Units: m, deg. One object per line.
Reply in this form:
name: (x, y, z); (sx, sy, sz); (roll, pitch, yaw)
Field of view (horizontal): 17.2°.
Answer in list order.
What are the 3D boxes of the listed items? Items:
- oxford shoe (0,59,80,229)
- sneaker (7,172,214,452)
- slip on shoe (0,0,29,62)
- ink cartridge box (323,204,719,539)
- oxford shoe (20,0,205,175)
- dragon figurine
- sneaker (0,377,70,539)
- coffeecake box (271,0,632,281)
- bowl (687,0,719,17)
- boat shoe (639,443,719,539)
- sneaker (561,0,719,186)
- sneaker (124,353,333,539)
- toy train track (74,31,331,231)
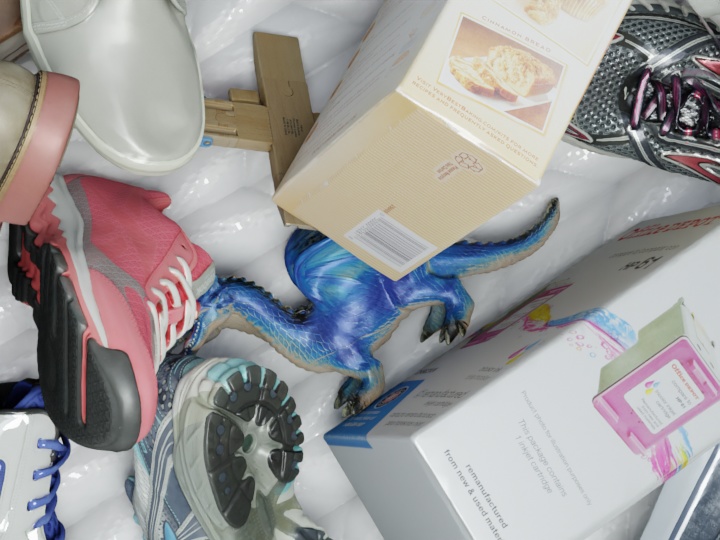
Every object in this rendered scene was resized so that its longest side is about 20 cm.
oxford shoe: (-0.190, -0.032, 1.044); (0.075, 0.070, 0.200); (20, 137, -19)
sneaker: (-0.102, 0.007, 1.047); (0.087, 0.200, 0.074); (-2, 120, -16)
slip on shoe: (-0.182, -0.119, 1.089); (0.076, 0.061, 0.200); (47, 70, -16)
ink cartridge box: (0.100, 0.055, 1.082); (0.200, 0.145, 0.085); (-32, 96, -16)
oxford shoe: (-0.113, -0.139, 1.050); (0.075, 0.058, 0.200); (-11, 81, -29)
dragon figurine: (0.000, 0.000, 1.124); (0.200, 0.059, 0.099); (-36, 99, -2)
sneaker: (-0.162, 0.115, 1.099); (0.115, 0.081, 0.199); (-45, 98, 3)
coffeecake box: (0.058, -0.112, 1.042); (0.073, 0.154, 0.200); (33, 66, -10)
bowl: (0.198, -0.168, 1.089); (0.108, 0.200, 0.200); (-13, 98, 21)
boat shoe: (0.170, 0.165, 1.130); (0.091, 0.071, 0.200); (26, 104, 24)
sneaker: (0.176, -0.078, 1.128); (0.200, 0.075, 0.081); (11, 106, -8)
sneaker: (-0.065, 0.124, 1.127); (0.078, 0.086, 0.200); (-28, 122, -39)
toy train track: (-0.076, -0.062, 1.096); (0.200, 0.033, 0.115); (7, 52, -22)
